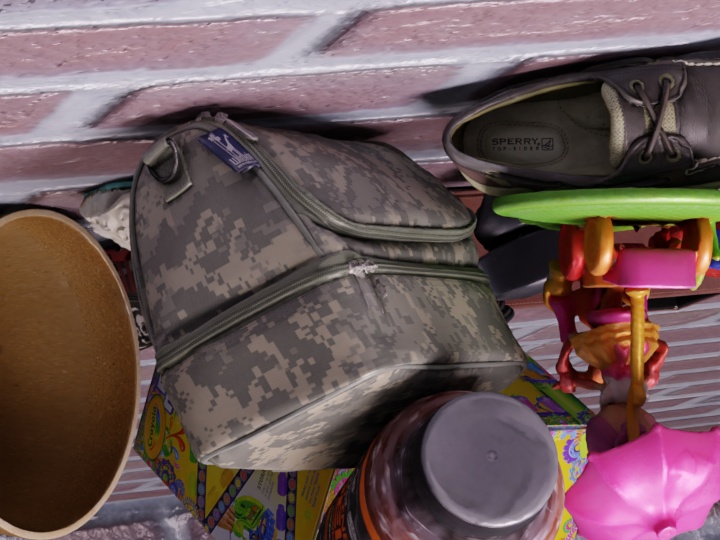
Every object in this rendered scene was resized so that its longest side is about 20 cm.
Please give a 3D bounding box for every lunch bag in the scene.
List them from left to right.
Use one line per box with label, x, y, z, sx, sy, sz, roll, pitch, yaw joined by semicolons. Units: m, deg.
lunch bag;-0.025;0.005;1.570;0.139;0.168;0.200;-32;163;26

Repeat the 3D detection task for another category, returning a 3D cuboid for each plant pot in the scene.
plant pot;-0.261;0.062;1.751;0.200;0.187;0.186;-2;176;33

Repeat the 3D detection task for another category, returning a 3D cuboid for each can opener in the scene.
can opener;0.154;-0.050;1.758;0.200;0.079;0.063;-25;174;17

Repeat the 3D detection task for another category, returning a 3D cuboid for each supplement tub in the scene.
supplement tub;0.044;0.127;1.560;0.107;0.107;0.200;-6;160;-15

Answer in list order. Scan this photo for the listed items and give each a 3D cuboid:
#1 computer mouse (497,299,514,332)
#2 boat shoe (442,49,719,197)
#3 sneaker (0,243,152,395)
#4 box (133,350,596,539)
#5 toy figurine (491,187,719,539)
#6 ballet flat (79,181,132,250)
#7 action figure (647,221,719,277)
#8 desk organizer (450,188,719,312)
computer mouse;0.000;0.000;1.798;0.200;0.046;0.140;29;-154;38
boat shoe;0.138;-0.072;1.539;0.200;0.072;0.066;-7;180;19
sneaker;-0.183;0.042;1.855;0.200;0.098;0.071;-11;131;15
box;0.005;0.100;1.800;0.200;0.122;0.193;-1;-151;-35
toy figurine;0.138;0.054;1.590;0.150;0.185;0.200;1;178;-12
ballet flat;-0.059;-0.021;1.709;0.199;0.072;0.072;-4;170;-25
action figure;0.211;-0.012;1.699;0.065;0.052;0.200;6;-177;-16
desk organizer;0.133;-0.012;1.913;0.199;0.077;0.072;-4;170;-27
